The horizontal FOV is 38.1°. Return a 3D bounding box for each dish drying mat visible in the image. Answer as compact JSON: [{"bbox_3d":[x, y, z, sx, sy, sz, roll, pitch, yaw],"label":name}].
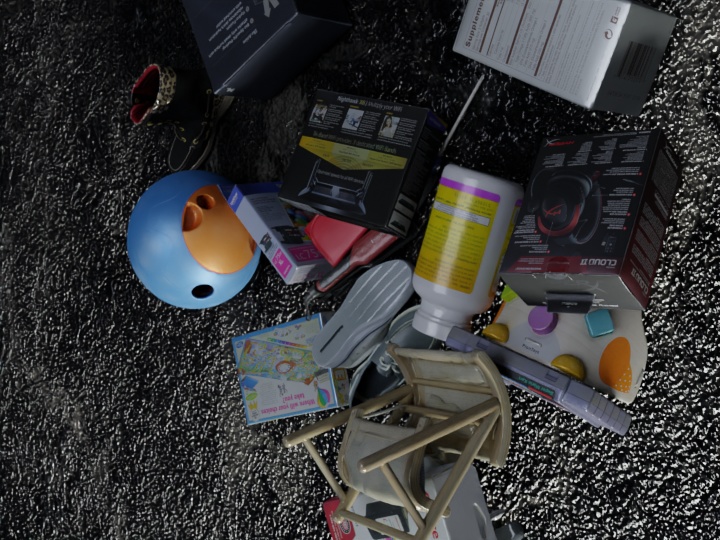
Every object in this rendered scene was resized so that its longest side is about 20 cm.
[{"bbox_3d":[0.007,-0.103,1.393,0.200,0.018,0.077,-48,63,13],"label":"dish drying mat"}]

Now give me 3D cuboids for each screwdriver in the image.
[{"bbox_3d":[0.106,-0.162,1.333,0.028,0.029,0.202,43,120,31],"label":"screwdriver"}]

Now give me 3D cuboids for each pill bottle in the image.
[{"bbox_3d":[0.123,-0.019,1.260,0.103,0.103,0.203,22,99,39],"label":"pill bottle"}]

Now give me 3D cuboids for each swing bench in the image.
[{"bbox_3d":[0.052,0.191,1.190,0.131,0.199,0.198,58,156,-15],"label":"swing bench"}]

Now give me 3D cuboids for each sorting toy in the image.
[{"bbox_3d":[0.242,0.024,1.195,0.198,0.106,0.182,22,88,39],"label":"sorting toy"}]

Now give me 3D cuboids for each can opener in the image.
[{"bbox_3d":[0.120,0.357,1.337,0.199,0.052,0.067,-38,69,37],"label":"can opener"}]

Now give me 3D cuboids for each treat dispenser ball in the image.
[{"bbox_3d":[-0.244,-0.046,1.540,0.199,0.199,0.205,3,95,41],"label":"treat dispenser ball"}]

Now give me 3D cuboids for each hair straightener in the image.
[{"bbox_3d":[0.000,0.000,1.405,0.200,0.077,0.041,-44,66,11],"label":"hair straightener"}]

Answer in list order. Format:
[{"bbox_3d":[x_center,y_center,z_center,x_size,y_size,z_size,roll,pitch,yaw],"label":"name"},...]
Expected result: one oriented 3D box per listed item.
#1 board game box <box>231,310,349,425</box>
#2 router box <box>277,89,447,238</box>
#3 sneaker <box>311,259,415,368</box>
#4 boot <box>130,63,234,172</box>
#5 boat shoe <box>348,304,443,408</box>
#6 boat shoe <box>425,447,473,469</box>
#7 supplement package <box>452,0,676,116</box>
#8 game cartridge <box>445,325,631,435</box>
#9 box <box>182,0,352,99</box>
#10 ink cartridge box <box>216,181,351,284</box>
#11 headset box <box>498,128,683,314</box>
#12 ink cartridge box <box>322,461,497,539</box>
[{"bbox_3d":[-0.104,0.146,1.538,0.198,0.034,0.137,-17,82,41],"label":"board game box"},{"bbox_3d":[-0.001,-0.142,1.361,0.198,0.052,0.159,18,85,39],"label":"router box"},{"bbox_3d":[0.015,0.059,1.402,0.200,0.070,0.074,-44,57,29],"label":"sneaker"},{"bbox_3d":[-0.287,-0.234,1.600,0.074,0.149,0.201,53,124,25],"label":"boot"},{"bbox_3d":[0.046,0.123,1.366,0.072,0.062,0.200,36,128,-6],"label":"boat shoe"},{"bbox_3d":[0.100,0.215,1.335,0.074,0.068,0.204,4,95,42],"label":"boat shoe"},{"bbox_3d":[0.224,-0.263,1.160,0.199,0.116,0.119,33,114,36],"label":"supplement package"},{"bbox_3d":[0.201,0.127,1.198,0.198,0.129,0.039,24,89,39],"label":"game cartridge"},{"bbox_3d":[-0.141,-0.382,1.482,0.196,0.116,0.203,-33,70,38],"label":"box"},{"bbox_3d":[-0.105,-0.067,1.467,0.200,0.118,0.042,50,126,29],"label":"ink cartridge box"},{"bbox_3d":[0.245,-0.045,1.120,0.147,0.075,0.202,0,60,41],"label":"headset box"},{"bbox_3d":[0.063,0.331,1.295,0.199,0.082,0.148,-25,79,42],"label":"ink cartridge box"}]
